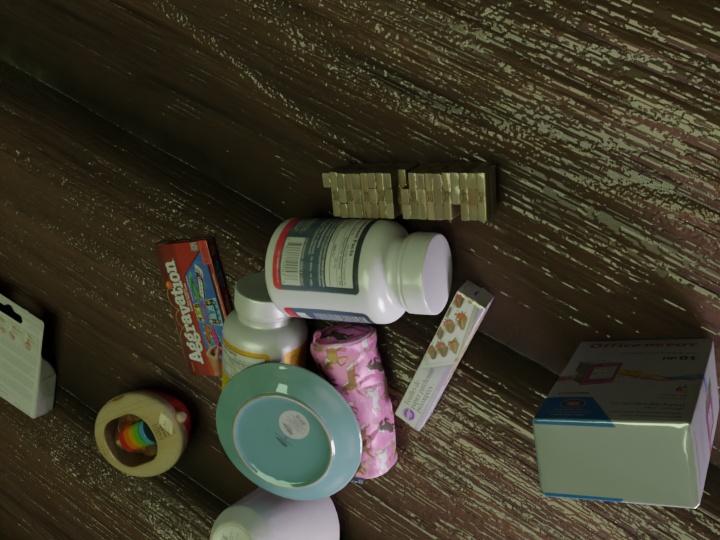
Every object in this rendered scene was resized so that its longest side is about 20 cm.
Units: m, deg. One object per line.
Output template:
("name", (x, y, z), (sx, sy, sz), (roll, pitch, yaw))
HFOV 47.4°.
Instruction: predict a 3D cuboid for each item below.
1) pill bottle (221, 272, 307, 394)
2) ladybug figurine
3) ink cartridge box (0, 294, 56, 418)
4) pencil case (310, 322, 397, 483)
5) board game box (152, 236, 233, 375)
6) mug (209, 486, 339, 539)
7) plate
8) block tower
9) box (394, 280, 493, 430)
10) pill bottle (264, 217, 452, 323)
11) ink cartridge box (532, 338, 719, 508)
("pill bottle", (-0.126, 0.111, 1.072), (0.111, 0.113, 0.203), (16, 117, 23))
("ladybug figurine", (-0.328, 0.244, 1.265), (0.198, 0.072, 0.137), (-20, 98, 34))
("ink cartridge box", (-0.582, 0.128, 1.382), (0.159, 0.050, 0.202), (27, 117, 18))
("pencil case", (-0.008, 0.164, 1.046), (0.082, 0.086, 0.203), (9, 114, 46))
("board game box", (-0.226, 0.054, 1.163), (0.102, 0.019, 0.203), (-4, 108, 32))
("mug", (-0.122, 0.385, 1.125), (0.148, 0.153, 0.189), (-29, 75, 26))
("plate", (-0.095, 0.210, 1.028), (0.197, 0.026, 0.203), (7, 114, 15))
("block tower", (0.056, -0.090, 0.924), (0.197, 0.054, 0.059), (5, 112, 28))
("box", (0.099, 0.105, 0.987), (0.038, 0.041, 0.202), (32, 121, 14))
("pill bottle", (0.000, 0.000, 0.953), (0.197, 0.119, 0.121), (3, 111, 28))
("ink cartridge box", (0.268, 0.141, 0.811), (0.143, 0.200, 0.086), (-4, 104, 30))
